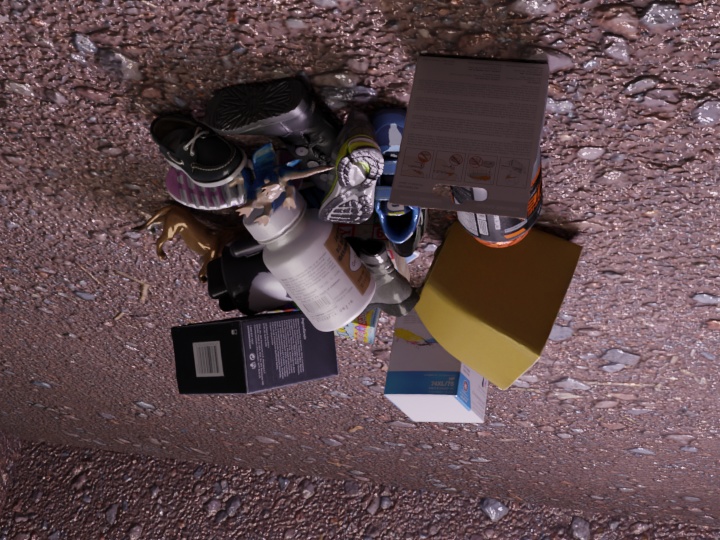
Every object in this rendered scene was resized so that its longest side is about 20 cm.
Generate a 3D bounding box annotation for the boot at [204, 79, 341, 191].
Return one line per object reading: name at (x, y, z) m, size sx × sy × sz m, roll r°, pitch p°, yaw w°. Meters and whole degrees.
boot at (-0.096, -0.176, 1.418) m, size 0.162 × 0.067 × 0.200 m, roll 0°, pitch 159°, yaw 29°

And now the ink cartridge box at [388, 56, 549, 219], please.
ink cartridge box at (0.126, -0.147, 1.186) m, size 0.157 × 0.204 × 0.050 m, roll 6°, pitch 158°, yaw 13°

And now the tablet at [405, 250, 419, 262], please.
tablet at (-0.012, -0.043, 1.740) m, size 0.197 × 0.014 × 0.130 m, roll 20°, pitch 156°, yaw -20°

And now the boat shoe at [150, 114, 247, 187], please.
boat shoe at (-0.227, -0.167, 1.415) m, size 0.198 × 0.076 × 0.061 m, roll 18°, pitch 153°, yaw 47°

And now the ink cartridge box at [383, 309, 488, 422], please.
ink cartridge box at (0.146, 0.154, 1.877) m, size 0.143 × 0.204 × 0.147 m, roll -3°, pitch 154°, yaw 27°

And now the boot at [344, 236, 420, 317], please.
boot at (0.000, 0.000, 1.607) m, size 0.198 × 0.068 × 0.132 m, roll 0°, pitch 131°, yaw 52°

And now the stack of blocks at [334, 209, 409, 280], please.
stack of blocks at (0.010, -0.020, 1.686) m, size 0.113 × 0.060 × 0.201 m, roll 0°, pitch 149°, yaw 13°

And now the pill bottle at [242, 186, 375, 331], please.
pill bottle at (-0.074, -0.022, 1.478) m, size 0.113 × 0.115 × 0.201 m, roll -11°, pitch 126°, yaw 43°

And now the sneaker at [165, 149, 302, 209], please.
sneaker at (-0.185, -0.125, 1.519) m, size 0.196 × 0.082 × 0.088 m, roll -4°, pitch 174°, yaw -10°

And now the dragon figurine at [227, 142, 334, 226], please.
dragon figurine at (-0.114, -0.127, 1.367) m, size 0.058 × 0.101 × 0.199 m, roll 24°, pitch 141°, yaw -31°

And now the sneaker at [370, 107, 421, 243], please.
sneaker at (0.051, -0.124, 1.389) m, size 0.072 × 0.083 × 0.202 m, roll 1°, pitch 135°, yaw 12°

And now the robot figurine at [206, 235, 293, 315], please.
robot figurine at (-0.149, 0.001, 1.682) m, size 0.196 × 0.127 × 0.150 m, roll -18°, pitch -177°, yaw 10°

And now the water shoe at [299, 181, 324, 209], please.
water shoe at (-0.066, -0.092, 1.567) m, size 0.197 × 0.080 × 0.071 m, roll -4°, pitch 154°, yaw 32°

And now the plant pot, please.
plant pot at (0.196, 0.032, 1.603) m, size 0.197 × 0.198 × 0.195 m, roll 27°, pitch 157°, yaw 1°

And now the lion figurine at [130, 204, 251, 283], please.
lion figurine at (-0.277, -0.060, 1.753) m, size 0.198 × 0.073 × 0.123 m, roll 27°, pitch 125°, yaw -18°

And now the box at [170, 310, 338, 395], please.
box at (-0.173, 0.132, 1.709) m, size 0.198 × 0.120 × 0.195 m, roll -7°, pitch 180°, yaw -44°

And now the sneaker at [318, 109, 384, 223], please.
sneaker at (-0.011, -0.130, 1.369) m, size 0.072 × 0.082 × 0.201 m, roll 6°, pitch 149°, yaw -13°

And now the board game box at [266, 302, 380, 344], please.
board game box at (-0.059, 0.046, 1.835) m, size 0.196 × 0.107 × 0.103 m, roll 13°, pitch 161°, yaw 3°

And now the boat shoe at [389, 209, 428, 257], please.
boat shoe at (0.068, -0.085, 1.526) m, size 0.071 × 0.072 × 0.201 m, roll 6°, pitch 153°, yaw 16°

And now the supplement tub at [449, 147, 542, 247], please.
supplement tub at (0.174, -0.117, 1.336) m, size 0.120 × 0.125 × 0.201 m, roll 6°, pitch 157°, yaw 14°
